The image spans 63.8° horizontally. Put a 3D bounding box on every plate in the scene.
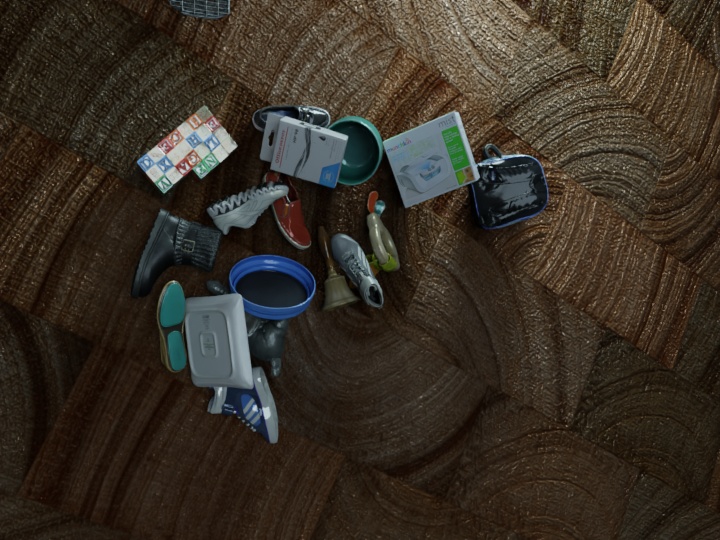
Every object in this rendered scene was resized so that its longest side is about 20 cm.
[{"bbox_3d":[-0.321,0.158,1.258,0.032,0.196,0.206,-9,93,-53],"label":"plate"}]

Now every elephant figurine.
[{"bbox_3d":[-0.269,0.126,1.317,0.195,0.156,0.145,13,107,-17],"label":"elephant figurine"}]

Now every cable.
[{"bbox_3d":[0.430,-0.284,1.646,0.096,0.050,0.202,-37,103,-14],"label":"cable"}]

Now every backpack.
[{"bbox_3d":[0.392,-0.218,1.562,0.195,0.147,0.188,-13,95,5],"label":"backpack"}]

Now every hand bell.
[{"bbox_3d":[-0.074,-0.010,1.427,0.102,0.104,0.205,-13,83,-22],"label":"hand bell"}]

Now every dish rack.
[{"bbox_3d":[-0.368,-0.677,1.321,0.149,0.054,0.206,-1,91,-21],"label":"dish rack"}]

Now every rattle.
[{"bbox_3d":[0.016,-0.078,1.485,0.129,0.141,0.204,-12,77,-53],"label":"rattle"}]

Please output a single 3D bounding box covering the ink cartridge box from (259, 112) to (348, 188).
[{"bbox_3d":[-0.136,-0.277,1.331,0.195,0.067,0.118,16,111,-1],"label":"ink cartridge box"}]

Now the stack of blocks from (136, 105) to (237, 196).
[{"bbox_3d":[-0.389,-0.257,1.302,0.200,0.058,0.116,-45,105,-17],"label":"stack of blocks"}]

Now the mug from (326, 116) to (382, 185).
[{"bbox_3d":[-0.031,-0.306,1.410,0.184,0.115,0.152,41,110,-7],"label":"mug"}]

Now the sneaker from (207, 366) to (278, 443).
[{"bbox_3d":[-0.277,0.322,1.343,0.143,0.081,0.205,-12,111,-1],"label":"sneaker"}]

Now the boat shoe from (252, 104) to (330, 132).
[{"bbox_3d":[-0.160,-0.369,1.394,0.195,0.066,0.072,-2,90,-22],"label":"boat shoe"}]

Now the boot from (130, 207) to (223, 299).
[{"bbox_3d":[-0.404,-0.018,1.281,0.155,0.079,0.216,24,80,-20],"label":"boot"}]

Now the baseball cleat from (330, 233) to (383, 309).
[{"bbox_3d":[0.000,0.000,1.373,0.069,0.106,0.202,-37,102,-3],"label":"baseball cleat"}]

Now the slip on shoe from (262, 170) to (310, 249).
[{"bbox_3d":[-0.168,-0.146,1.382,0.074,0.060,0.204,-32,102,-51],"label":"slip on shoe"}]

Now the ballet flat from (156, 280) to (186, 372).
[{"bbox_3d":[-0.422,0.122,1.270,0.068,0.062,0.206,-8,102,-46],"label":"ballet flat"}]

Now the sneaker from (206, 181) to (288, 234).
[{"bbox_3d":[-0.251,-0.147,1.332,0.195,0.075,0.083,-19,107,8],"label":"sneaker"}]

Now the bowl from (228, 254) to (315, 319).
[{"bbox_3d":[-0.201,0.038,1.317,0.196,0.202,0.040,-2,127,-22],"label":"bowl"}]

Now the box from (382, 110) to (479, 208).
[{"bbox_3d":[0.181,-0.281,1.469,0.196,0.097,0.180,-18,98,19],"label":"box"}]
